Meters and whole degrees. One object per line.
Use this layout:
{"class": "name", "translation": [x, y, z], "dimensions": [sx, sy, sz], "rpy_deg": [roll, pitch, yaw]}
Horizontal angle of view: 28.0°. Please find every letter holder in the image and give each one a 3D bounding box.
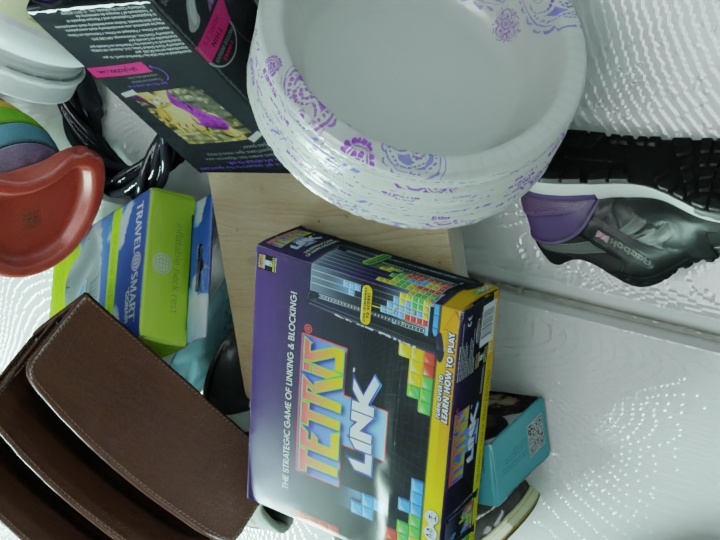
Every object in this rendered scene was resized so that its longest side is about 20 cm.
{"class": "letter holder", "translation": [-0.185, 0.143, 1.060], "dimensions": [0.200, 0.142, 0.100], "rpy_deg": [43, 145, -13]}

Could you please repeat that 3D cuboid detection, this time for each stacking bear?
{"class": "stacking bear", "translation": [-0.308, -0.097, 1.180], "dimensions": [0.200, 0.121, 0.114], "rpy_deg": [48, 145, 34]}

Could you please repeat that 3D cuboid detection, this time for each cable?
{"class": "cable", "translation": [-0.188, -0.145, 1.123], "dimensions": [0.163, 0.051, 0.200], "rpy_deg": [44, 130, 12]}

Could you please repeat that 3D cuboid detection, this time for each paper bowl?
{"class": "paper bowl", "translation": [0.030, -0.116, 0.884], "dimensions": [0.201, 0.200, 0.105], "rpy_deg": [42, 151, 12]}

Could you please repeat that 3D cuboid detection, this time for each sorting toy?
{"class": "sorting toy", "translation": [0.000, 0.000, 1.036], "dimensions": [0.199, 0.069, 0.200], "rpy_deg": [4, 111, 34]}

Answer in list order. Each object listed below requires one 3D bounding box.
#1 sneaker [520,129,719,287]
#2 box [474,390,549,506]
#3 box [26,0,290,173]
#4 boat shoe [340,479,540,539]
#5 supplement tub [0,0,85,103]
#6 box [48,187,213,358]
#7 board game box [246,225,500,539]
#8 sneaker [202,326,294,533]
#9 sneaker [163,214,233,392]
{"class": "sneaker", "translation": [0.194, -0.031, 0.897], "dimensions": [0.199, 0.076, 0.088], "rpy_deg": [13, 132, 35]}
{"class": "box", "translation": [0.032, 0.119, 1.063], "dimensions": [0.199, 0.082, 0.049], "rpy_deg": [4, 113, 34]}
{"class": "box", "translation": [-0.100, -0.163, 0.938], "dimensions": [0.105, 0.123, 0.200], "rpy_deg": [3, 155, 32]}
{"class": "boat shoe", "translation": [0.051, 0.194, 1.091], "dimensions": [0.066, 0.072, 0.201], "rpy_deg": [51, 135, -1]}
{"class": "supplement tub", "translation": [-0.217, -0.234, 1.012], "dimensions": [0.145, 0.145, 0.201], "rpy_deg": [37, 111, 17]}
{"class": "box", "translation": [-0.186, 0.017, 1.142], "dimensions": [0.200, 0.047, 0.123], "rpy_deg": [-24, 59, 50]}
{"class": "board game box", "translation": [0.004, 0.088, 0.984], "dimensions": [0.165, 0.057, 0.201], "rpy_deg": [16, 115, 29]}
{"class": "sneaker", "translation": [-0.075, 0.128, 1.157], "dimensions": [0.088, 0.074, 0.201], "rpy_deg": [22, 130, 24]}
{"class": "sneaker", "translation": [-0.125, 0.040, 1.164], "dimensions": [0.201, 0.082, 0.074], "rpy_deg": [-57, 32, 24]}
